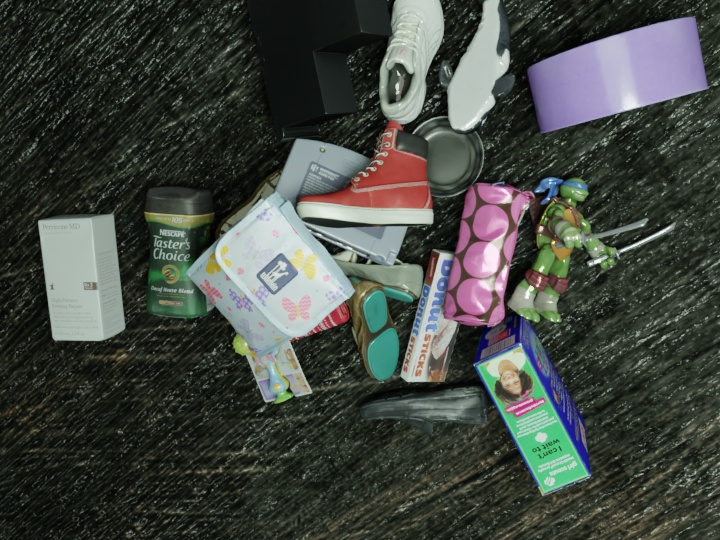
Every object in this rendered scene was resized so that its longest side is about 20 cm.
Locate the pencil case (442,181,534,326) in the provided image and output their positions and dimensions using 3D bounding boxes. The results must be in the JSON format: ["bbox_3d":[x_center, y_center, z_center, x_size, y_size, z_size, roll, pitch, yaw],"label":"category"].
[{"bbox_3d":[0.176,-0.021,0.929,0.093,0.091,0.202,12,94,23],"label":"pencil case"}]

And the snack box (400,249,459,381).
[{"bbox_3d":[0.116,0.070,0.999,0.071,0.024,0.202,5,105,-31],"label":"snack box"}]

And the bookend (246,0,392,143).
[{"bbox_3d":[-0.037,-0.297,0.913,0.199,0.092,0.201,-8,97,37],"label":"bookend"}]

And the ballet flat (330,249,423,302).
[{"bbox_3d":[0.000,0.000,1.019,0.198,0.067,0.064,10,74,15],"label":"ballet flat"}]

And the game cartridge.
[{"bbox_3d":[-0.021,-0.104,0.967,0.198,0.041,0.134,24,79,-10],"label":"game cartridge"}]

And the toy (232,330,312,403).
[{"bbox_3d":[-0.163,0.119,1.057,0.115,0.047,0.202,-18,100,39],"label":"toy"}]

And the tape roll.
[{"bbox_3d":[0.313,-0.237,0.830,0.198,0.200,0.086,-14,97,14],"label":"tape roll"}]

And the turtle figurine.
[{"bbox_3d":[0.297,-0.013,0.904,0.199,0.144,0.195,25,107,10],"label":"turtle figurine"}]

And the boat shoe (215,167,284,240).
[{"bbox_3d":[-0.132,-0.100,1.020,0.199,0.066,0.074,-32,95,7],"label":"boat shoe"}]

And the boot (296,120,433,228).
[{"bbox_3d":[0.005,-0.132,0.916,0.198,0.072,0.146,-3,90,-23],"label":"boot"}]

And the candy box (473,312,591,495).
[{"bbox_3d":[0.241,0.176,0.937,0.077,0.169,0.201,-29,93,19],"label":"candy box"}]

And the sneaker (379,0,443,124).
[{"bbox_3d":[0.068,-0.304,0.922,0.077,0.099,0.202,9,102,10],"label":"sneaker"}]

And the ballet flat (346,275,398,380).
[{"bbox_3d":[0.011,0.081,1.006,0.068,0.201,0.072,-34,48,-18],"label":"ballet flat"}]

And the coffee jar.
[{"bbox_3d":[-0.284,-0.031,1.056,0.103,0.085,0.202,4,101,11],"label":"coffee jar"}]

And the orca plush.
[{"bbox_3d":[0.166,-0.280,0.927,0.104,0.071,0.202,-2,82,22],"label":"orca plush"}]

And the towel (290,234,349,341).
[{"bbox_3d":[-0.114,0.036,1.027,0.199,0.022,0.146,-22,96,40],"label":"towel"}]

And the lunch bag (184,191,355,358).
[{"bbox_3d":[-0.119,0.005,0.902,0.170,0.127,0.199,51,136,-9],"label":"lunch bag"}]

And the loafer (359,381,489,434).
[{"bbox_3d":[0.097,0.216,1.027,0.198,0.068,0.071,-8,89,10],"label":"loafer"}]

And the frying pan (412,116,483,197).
[{"bbox_3d":[0.116,-0.201,0.967,0.114,0.031,0.192,-7,88,11],"label":"frying pan"}]

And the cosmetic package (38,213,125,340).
[{"bbox_3d":[-0.459,0.010,1.109,0.101,0.074,0.202,-2,101,12],"label":"cosmetic package"}]
